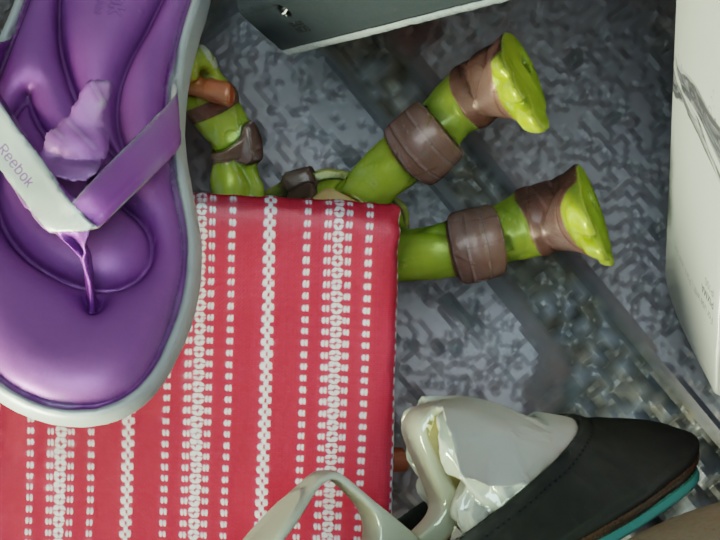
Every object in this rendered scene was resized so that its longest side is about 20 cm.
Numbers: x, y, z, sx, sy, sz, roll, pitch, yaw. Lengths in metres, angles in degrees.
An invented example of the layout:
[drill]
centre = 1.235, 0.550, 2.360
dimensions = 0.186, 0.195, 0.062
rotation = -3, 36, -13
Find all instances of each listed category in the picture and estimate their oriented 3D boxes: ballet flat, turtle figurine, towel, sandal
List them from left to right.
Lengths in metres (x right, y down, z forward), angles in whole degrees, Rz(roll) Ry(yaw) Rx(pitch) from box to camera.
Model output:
[sandal]
centre = -0.089, -0.047, 0.836
dimensions = 0.082, 0.050, 0.204
rotation = 0, 56, 1
[towel]
centre = -0.088, 0.045, 0.872
dimensions = 0.199, 0.022, 0.146
rotation = 2, 102, -1
[turtle figurine]
centre = 0.000, 0.000, 0.905
dimensions = 0.161, 0.064, 0.201
rotation = -24, 93, 13
[ballet flat]
centre = 0.019, 0.083, 0.842
dimensions = 0.200, 0.068, 0.069
rotation = -32, 102, -22

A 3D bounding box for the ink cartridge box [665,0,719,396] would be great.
[ink cartridge box]
centre = 0.174, -0.067, 0.846
dimensions = 0.146, 0.083, 0.201
rotation = -5, 122, -7

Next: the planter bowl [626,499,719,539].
[planter bowl]
centre = 0.136, 0.145, 0.832
dimensions = 0.200, 0.201, 0.135
rotation = 31, 56, 5

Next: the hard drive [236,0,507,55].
[hard drive]
centre = 0.055, -0.141, 0.813
dimensions = 0.033, 0.200, 0.140
rotation = 39, 64, -27
